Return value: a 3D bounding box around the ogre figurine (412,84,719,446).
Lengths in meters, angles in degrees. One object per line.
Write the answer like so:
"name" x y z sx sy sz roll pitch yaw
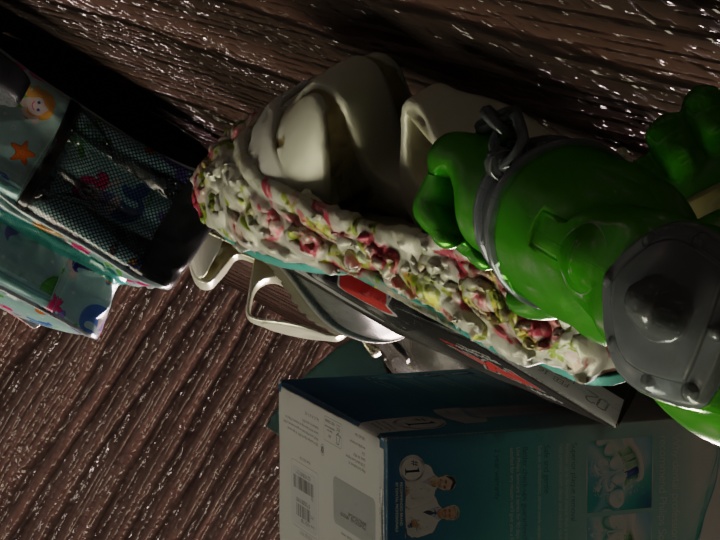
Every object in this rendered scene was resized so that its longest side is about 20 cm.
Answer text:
"ogre figurine" 0.110 0.024 0.430 0.200 0.098 0.120 41 -173 -6

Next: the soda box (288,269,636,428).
"soda box" 0.039 -0.003 0.858 0.070 0.064 0.200 31 176 -22

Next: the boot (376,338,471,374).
"boot" 0.000 0.000 1.290 0.174 0.069 0.200 36 171 -13

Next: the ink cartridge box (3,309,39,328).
"ink cartridge box" -0.217 -0.051 1.521 0.083 0.146 0.200 31 176 -13

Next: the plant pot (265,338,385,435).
"plant pot" 0.042 0.117 1.880 0.199 0.135 0.200 29 176 2

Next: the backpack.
"backpack" -0.192 -0.056 1.332 0.199 0.151 0.177 36 173 -12

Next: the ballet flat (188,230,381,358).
"ballet flat" -0.060 -0.005 1.480 0.199 0.076 0.068 29 177 9

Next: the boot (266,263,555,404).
"boot" 0.044 0.011 1.077 0.199 0.073 0.182 18 172 38

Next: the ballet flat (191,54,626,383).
"ballet flat" 0.018 -0.028 0.670 0.199 0.075 0.064 20 137 45

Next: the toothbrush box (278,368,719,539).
"toothbrush box" 0.077 0.095 1.063 0.198 0.086 0.146 -4 -172 -21

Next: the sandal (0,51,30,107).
"sandal" -0.246 -0.157 1.212 0.200 0.043 0.076 39 172 16
